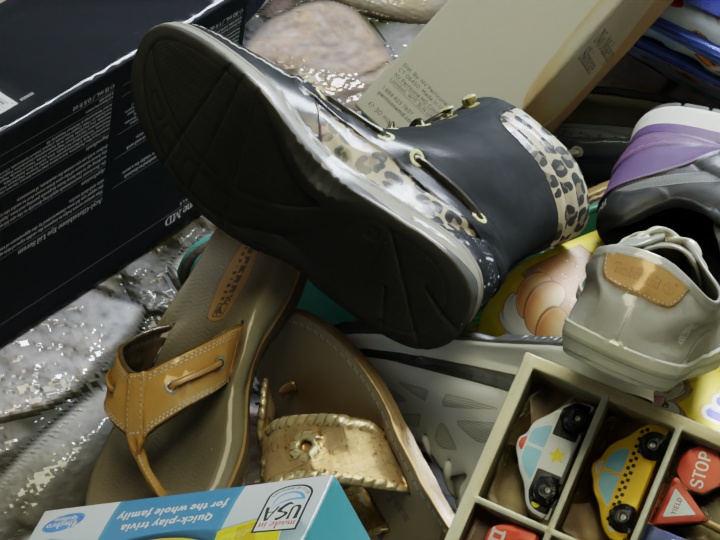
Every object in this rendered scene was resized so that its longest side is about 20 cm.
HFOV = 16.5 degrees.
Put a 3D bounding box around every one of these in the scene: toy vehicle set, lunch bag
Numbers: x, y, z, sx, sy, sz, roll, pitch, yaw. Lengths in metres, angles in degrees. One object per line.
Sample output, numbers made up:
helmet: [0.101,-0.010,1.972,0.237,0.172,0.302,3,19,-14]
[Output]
toy vehicle set: [0.088,0.150,1.041,0.123,0.027,0.201,21,75,12]
lunch bag: [0.179,-0.148,1.394,0.199,0.076,0.160,27,4,21]

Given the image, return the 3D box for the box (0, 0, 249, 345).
box: [-0.151,-0.063,1.225,0.079,0.142,0.200,30,44,25]

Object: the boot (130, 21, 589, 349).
boot: [0.003,-0.055,1.168,0.203,0.074,0.154,39,33,15]

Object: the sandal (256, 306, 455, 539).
sandal: [-0.011,0.099,1.120,0.069,0.078,0.212,-20,55,-34]

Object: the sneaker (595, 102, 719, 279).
sneaker: [0.209,-0.020,1.176,0.199,0.076,0.088,5,41,29]

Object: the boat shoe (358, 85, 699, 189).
boat shoe: [0.097,-0.081,1.362,0.198,0.061,0.076,8,40,-3]

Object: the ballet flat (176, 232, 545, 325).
ballet flat: [0.000,0.000,1.257,0.198,0.068,0.070,-2,18,-14]

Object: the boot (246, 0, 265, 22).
boot: [-0.137,-0.143,1.391,0.096,0.075,0.200,13,36,31]

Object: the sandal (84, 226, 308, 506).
sandal: [-0.082,0.045,1.136,0.080,0.054,0.201,1,59,37]

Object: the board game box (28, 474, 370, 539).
board game box: [-0.096,0.171,0.981,0.150,0.047,0.200,-11,32,29]

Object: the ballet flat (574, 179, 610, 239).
ballet flat: [0.187,-0.024,1.322,0.198,0.069,0.063,6,31,-20]

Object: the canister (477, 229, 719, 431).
canister: [0.167,0.066,1.192,0.148,0.087,0.200,-21,48,-33]

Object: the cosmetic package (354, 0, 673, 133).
cosmetic package: [0.096,-0.128,1.280,0.071,0.200,0.105,44,6,12]

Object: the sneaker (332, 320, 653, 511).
sneaker: [0.041,0.088,1.146,0.199,0.116,0.075,3,-11,37]

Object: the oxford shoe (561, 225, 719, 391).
oxford shoe: [0.130,0.010,1.085,0.075,0.058,0.200,21,9,10]
